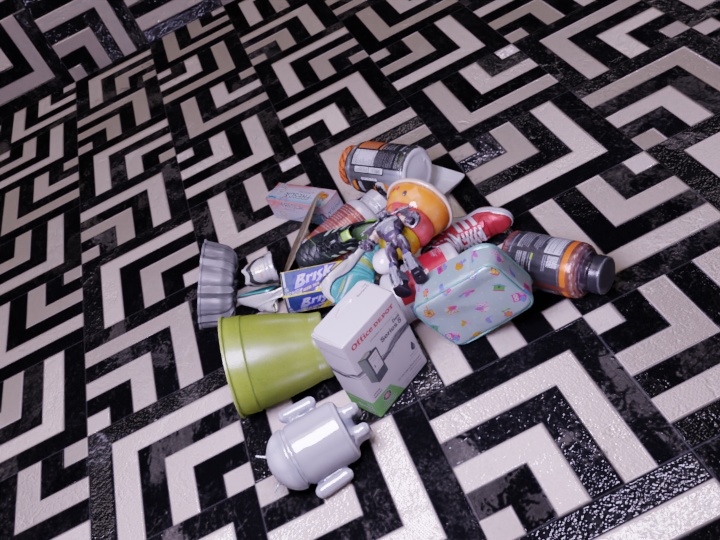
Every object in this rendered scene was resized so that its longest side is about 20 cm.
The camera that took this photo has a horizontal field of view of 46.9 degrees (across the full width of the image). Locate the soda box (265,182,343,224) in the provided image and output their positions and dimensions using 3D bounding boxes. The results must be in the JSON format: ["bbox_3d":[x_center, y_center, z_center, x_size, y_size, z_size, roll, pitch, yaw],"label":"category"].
[{"bbox_3d":[-0.135,-0.162,2.027,0.200,0.068,0.064,13,53,40],"label":"soda box"}]

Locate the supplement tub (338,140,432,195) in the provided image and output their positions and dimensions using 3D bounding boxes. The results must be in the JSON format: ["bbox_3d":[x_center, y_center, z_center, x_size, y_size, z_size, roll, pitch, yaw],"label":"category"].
[{"bbox_3d":[0.054,-0.234,1.911,0.200,0.123,0.123,13,53,40],"label":"supplement tub"}]

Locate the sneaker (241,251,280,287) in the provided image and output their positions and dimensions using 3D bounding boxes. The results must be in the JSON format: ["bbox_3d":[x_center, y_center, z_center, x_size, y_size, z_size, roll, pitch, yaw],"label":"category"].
[{"bbox_3d":[-0.222,0.000,1.826,0.080,0.074,0.200,-20,-2,-4],"label":"sneaker"}]

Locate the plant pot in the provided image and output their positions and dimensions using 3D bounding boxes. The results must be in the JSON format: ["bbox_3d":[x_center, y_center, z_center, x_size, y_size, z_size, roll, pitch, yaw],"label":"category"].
[{"bbox_3d":[-0.154,0.164,1.598,0.193,0.201,0.200,-13,39,-2],"label":"plant pot"}]

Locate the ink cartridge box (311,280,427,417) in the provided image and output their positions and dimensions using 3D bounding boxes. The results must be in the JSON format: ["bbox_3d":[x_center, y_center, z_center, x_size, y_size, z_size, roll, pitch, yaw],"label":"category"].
[{"bbox_3d":[0.019,0.141,1.494,0.084,0.200,0.146,20,58,43],"label":"ink cartridge box"}]

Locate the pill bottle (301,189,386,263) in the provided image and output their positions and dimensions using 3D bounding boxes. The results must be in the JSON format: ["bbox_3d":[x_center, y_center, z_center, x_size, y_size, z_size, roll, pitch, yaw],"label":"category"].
[{"bbox_3d":[-0.023,-0.084,1.829,0.200,0.112,0.112,-41,40,-9],"label":"pill bottle"}]

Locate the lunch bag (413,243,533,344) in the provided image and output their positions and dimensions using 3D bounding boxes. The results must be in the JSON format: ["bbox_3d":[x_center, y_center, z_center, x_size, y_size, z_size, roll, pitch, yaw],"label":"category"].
[{"bbox_3d":[0.204,0.047,1.507,0.200,0.160,0.077,-33,36,34],"label":"lunch bag"}]

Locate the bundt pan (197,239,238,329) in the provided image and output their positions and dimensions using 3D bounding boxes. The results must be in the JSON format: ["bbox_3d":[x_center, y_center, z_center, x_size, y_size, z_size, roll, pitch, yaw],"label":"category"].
[{"bbox_3d":[-0.310,0.032,1.827,0.076,0.202,0.202,2,41,-4],"label":"bundt pan"}]

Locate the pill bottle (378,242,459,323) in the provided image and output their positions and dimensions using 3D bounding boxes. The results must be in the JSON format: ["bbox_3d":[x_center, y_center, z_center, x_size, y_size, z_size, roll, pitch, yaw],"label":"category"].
[{"bbox_3d":[0.111,0.036,1.629,0.200,0.112,0.112,-27,38,1],"label":"pill bottle"}]

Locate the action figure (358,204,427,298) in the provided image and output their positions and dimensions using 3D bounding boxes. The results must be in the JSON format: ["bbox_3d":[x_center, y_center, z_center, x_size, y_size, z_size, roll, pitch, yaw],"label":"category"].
[{"bbox_3d":[0.066,-0.051,1.543,0.130,0.069,0.200,-37,50,20],"label":"action figure"}]

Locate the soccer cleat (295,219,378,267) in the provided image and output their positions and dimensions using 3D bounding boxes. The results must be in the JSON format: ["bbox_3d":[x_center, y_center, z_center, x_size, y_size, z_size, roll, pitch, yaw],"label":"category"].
[{"bbox_3d":[-0.044,-0.063,1.721,0.200,0.081,0.068,-21,82,0],"label":"soccer cleat"}]

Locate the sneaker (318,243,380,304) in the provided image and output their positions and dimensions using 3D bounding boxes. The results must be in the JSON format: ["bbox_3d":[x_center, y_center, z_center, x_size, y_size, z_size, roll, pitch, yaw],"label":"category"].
[{"bbox_3d":[0.000,0.000,1.674,0.200,0.080,0.078,-42,2,-30],"label":"sneaker"}]

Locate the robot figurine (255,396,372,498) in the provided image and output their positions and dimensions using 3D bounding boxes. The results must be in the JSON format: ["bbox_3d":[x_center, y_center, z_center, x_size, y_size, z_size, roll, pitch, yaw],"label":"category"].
[{"bbox_3d":[-0.078,0.305,1.438,0.200,0.113,0.170,-29,67,-3],"label":"robot figurine"}]

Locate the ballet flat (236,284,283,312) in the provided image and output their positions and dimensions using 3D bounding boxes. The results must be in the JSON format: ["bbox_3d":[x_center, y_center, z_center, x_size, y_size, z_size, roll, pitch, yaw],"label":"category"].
[{"bbox_3d":[-0.174,0.057,1.810,0.200,0.069,0.069,-18,39,12],"label":"ballet flat"}]

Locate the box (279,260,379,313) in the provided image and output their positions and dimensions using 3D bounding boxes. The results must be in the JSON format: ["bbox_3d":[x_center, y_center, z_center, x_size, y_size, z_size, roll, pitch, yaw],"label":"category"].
[{"bbox_3d":[-0.063,0.029,1.731,0.200,0.064,0.070,-12,53,-2],"label":"box"}]

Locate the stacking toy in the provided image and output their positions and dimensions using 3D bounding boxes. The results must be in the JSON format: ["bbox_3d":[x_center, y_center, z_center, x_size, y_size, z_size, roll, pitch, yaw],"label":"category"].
[{"bbox_3d":[0.084,-0.072,1.640,0.146,0.146,0.200,6,49,35],"label":"stacking toy"}]

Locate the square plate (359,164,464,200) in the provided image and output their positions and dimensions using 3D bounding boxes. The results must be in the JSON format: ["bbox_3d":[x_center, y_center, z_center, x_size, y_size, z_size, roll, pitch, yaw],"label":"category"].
[{"bbox_3d":[0.114,-0.177,1.933,0.200,0.028,0.198,-43,41,-19],"label":"square plate"}]

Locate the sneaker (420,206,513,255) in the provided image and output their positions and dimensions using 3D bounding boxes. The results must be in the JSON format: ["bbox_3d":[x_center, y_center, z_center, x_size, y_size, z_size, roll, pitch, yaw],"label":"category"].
[{"bbox_3d":[0.216,-0.065,1.715,0.200,0.071,0.113,-12,37,30],"label":"sneaker"}]

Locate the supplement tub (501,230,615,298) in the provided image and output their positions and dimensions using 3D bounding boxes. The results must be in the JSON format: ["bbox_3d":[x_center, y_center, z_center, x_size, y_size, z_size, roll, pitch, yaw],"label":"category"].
[{"bbox_3d":[0.365,-0.008,1.539,0.200,0.107,0.107,15,55,39],"label":"supplement tub"}]

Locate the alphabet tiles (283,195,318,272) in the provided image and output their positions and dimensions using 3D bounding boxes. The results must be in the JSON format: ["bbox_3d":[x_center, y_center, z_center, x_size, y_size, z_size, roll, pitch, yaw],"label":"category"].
[{"bbox_3d":[-0.138,-0.073,1.879,0.006,0.166,0.200,23,42,-8],"label":"alphabet tiles"}]
